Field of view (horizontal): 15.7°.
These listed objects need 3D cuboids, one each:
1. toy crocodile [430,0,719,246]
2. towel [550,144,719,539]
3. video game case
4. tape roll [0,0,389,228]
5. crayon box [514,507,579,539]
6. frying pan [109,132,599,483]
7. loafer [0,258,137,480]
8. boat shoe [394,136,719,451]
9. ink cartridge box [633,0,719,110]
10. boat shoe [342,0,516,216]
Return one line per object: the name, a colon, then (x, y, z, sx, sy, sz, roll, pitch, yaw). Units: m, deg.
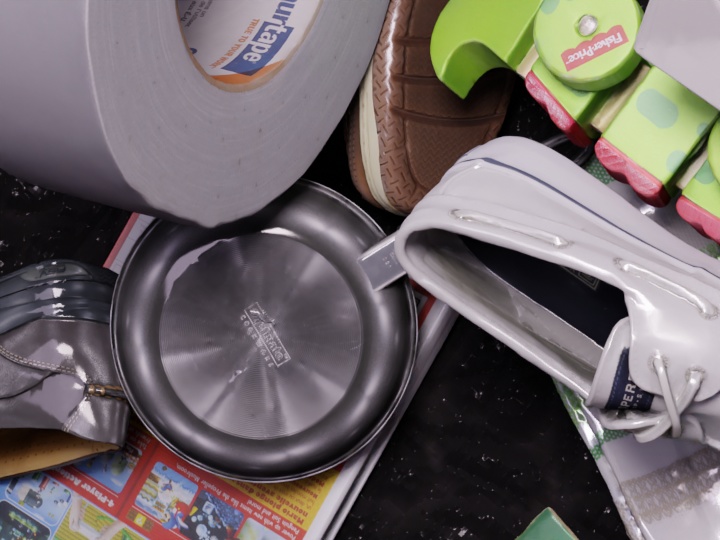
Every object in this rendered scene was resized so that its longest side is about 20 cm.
toy crocodile: (0.111, -0.045, 0.918, 0.200, 0.067, 0.062, 37, 92, 20)
towel: (0.142, 0.028, 0.939, 0.149, 0.031, 0.201, -30, 67, 14)
video game case: (-0.065, 0.065, 1.021, 0.143, 0.017, 0.201, 29, 88, 26)
tape roll: (-0.059, -0.119, 0.889, 0.066, 0.200, 0.202, 14, 82, 27)
crayon box: (0.020, 0.182, 0.824, 0.200, 0.051, 0.127, -44, 66, 4)
frying pan: (0.001, 0.017, 0.959, 0.189, 0.031, 0.116, -8, 96, 3)
loafer: (-0.170, 0.066, 1.020, 0.199, 0.073, 0.073, -28, 57, 29)
boat shoe: (0.100, 0.029, 0.891, 0.199, 0.074, 0.065, 29, 44, 22)
ink cartridge box: (0.197, -0.118, 0.868, 0.116, 0.068, 0.200, 37, 60, 15)
boat shoe: (0.019, -0.120, 1.016, 0.075, 0.074, 0.204, 0, 77, 48)
